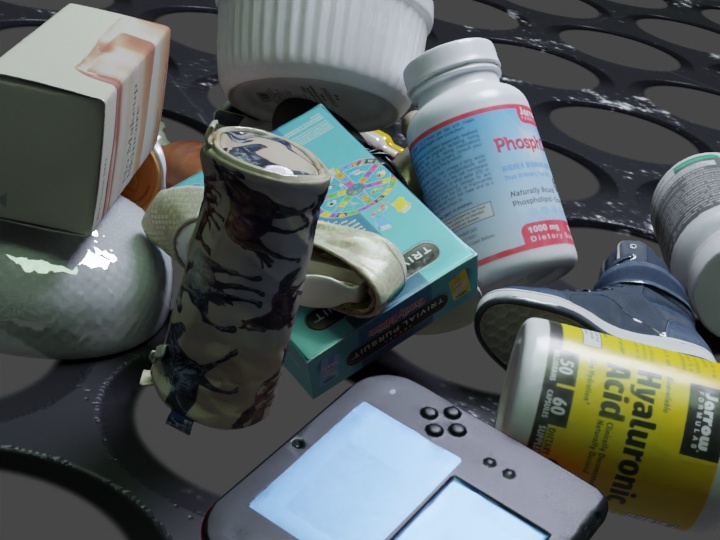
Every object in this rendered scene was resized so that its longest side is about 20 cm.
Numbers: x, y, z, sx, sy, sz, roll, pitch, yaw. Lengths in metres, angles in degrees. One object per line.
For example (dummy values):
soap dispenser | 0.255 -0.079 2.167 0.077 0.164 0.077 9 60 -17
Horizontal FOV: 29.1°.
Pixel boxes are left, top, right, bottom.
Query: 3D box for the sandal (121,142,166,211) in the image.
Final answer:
sandal | -0.247 -0.089 1.157 0.205 0.080 0.059 18 24 33

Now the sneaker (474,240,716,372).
sneaker | 0.175 0.029 1.086 0.200 0.077 0.147 18 34 -14

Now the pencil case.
pencil case | -0.079 0.005 0.873 0.088 0.202 0.078 9 28 -14

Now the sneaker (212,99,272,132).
sneaker | -0.092 -0.148 1.358 0.072 0.072 0.200 16 24 8

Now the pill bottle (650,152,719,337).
pill bottle | 0.329 -0.022 1.249 0.111 0.115 0.201 12 24 -2

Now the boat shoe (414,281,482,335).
boat shoe | 0.000 0.000 1.090 0.197 0.072 0.063 8 28 4

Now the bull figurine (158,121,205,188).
bull figurine | -0.131 -0.080 1.184 0.120 0.066 0.200 4 17 -25

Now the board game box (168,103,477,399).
board game box | -0.032 -0.020 1.025 0.150 0.047 0.200 -31 55 -19

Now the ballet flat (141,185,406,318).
ballet flat | -0.067 -0.012 0.942 0.197 0.068 0.063 10 35 14

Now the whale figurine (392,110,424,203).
whale figurine | 0.070 -0.066 1.252 0.198 0.104 0.161 -18 69 -15

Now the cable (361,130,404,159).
cable | 0.053 -0.096 1.346 0.197 0.051 0.097 17 28 11

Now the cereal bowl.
cereal bowl | -0.228 -0.020 1.000 0.197 0.084 0.201 12 24 -5

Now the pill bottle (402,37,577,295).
pill bottle | 0.101 -0.082 1.145 0.107 0.203 0.109 -16 -11 -3

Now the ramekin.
ramekin | -0.036 -0.195 1.235 0.197 0.107 0.200 6 -10 1

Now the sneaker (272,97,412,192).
sneaker | -0.003 -0.081 1.156 0.076 0.091 0.200 -38 69 -15

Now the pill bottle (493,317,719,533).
pill bottle | 0.190 0.106 0.903 0.197 0.113 0.112 13 24 1

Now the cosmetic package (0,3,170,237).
cosmetic package | -0.201 -0.112 0.987 0.086 0.105 0.201 12 25 1

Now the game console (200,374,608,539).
game console | 0.026 0.144 0.792 0.175 0.031 0.200 25 39 26
